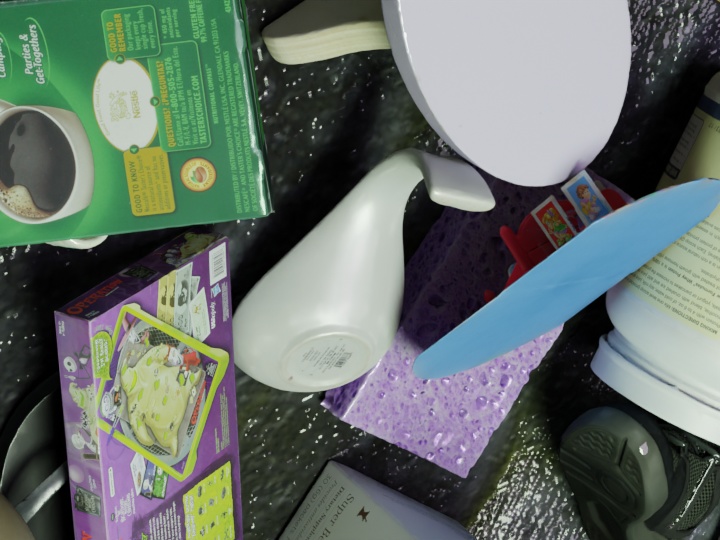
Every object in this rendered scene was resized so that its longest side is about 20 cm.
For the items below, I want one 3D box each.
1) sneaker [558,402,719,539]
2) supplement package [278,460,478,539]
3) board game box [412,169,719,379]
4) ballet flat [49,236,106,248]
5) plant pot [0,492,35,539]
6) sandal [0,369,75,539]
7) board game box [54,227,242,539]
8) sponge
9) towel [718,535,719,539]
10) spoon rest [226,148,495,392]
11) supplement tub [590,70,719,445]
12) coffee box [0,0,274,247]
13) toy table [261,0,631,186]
[{"bbox_3d":[0.186,0.110,1.428,0.114,0.076,0.199,-48,151,-13],"label":"sneaker"},{"bbox_3d":[0.039,0.219,1.327,0.120,0.200,0.121,30,94,-39],"label":"supplement package"},{"bbox_3d":[0.108,-0.009,1.284,0.200,0.039,0.158,-38,164,29],"label":"board game box"},{"bbox_3d":[-0.130,-0.102,1.150,0.069,0.069,0.200,-2,113,-32],"label":"ballet flat"},{"bbox_3d":[-0.250,0.144,1.130,0.200,0.200,0.174,-55,145,1],"label":"plant pot"},{"bbox_3d":[-0.176,0.142,1.252,0.076,0.043,0.200,25,97,-38],"label":"sandal"},{"bbox_3d":[-0.111,0.090,1.248,0.120,0.032,0.200,-38,134,-52],"label":"board game box"},{"bbox_3d":[0.072,0.019,1.360,0.112,0.030,0.200,30,94,-39],"label":"sponge"},{"bbox_3d":[0.336,0.141,1.587,0.191,0.032,0.200,9,106,-36],"label":"towel"},{"bbox_3d":[0.000,0.000,1.259,0.099,0.061,0.200,12,137,-31],"label":"spoon rest"},{"bbox_3d":[0.235,-0.005,1.378,0.145,0.145,0.200,18,102,-37],"label":"supplement tub"},{"bbox_3d":[-0.148,-0.076,1.101,0.200,0.044,0.123,-8,110,2],"label":"coffee box"},{"bbox_3d":[0.050,-0.147,1.210,0.184,0.117,0.200,-25,123,-20],"label":"toy table"}]
